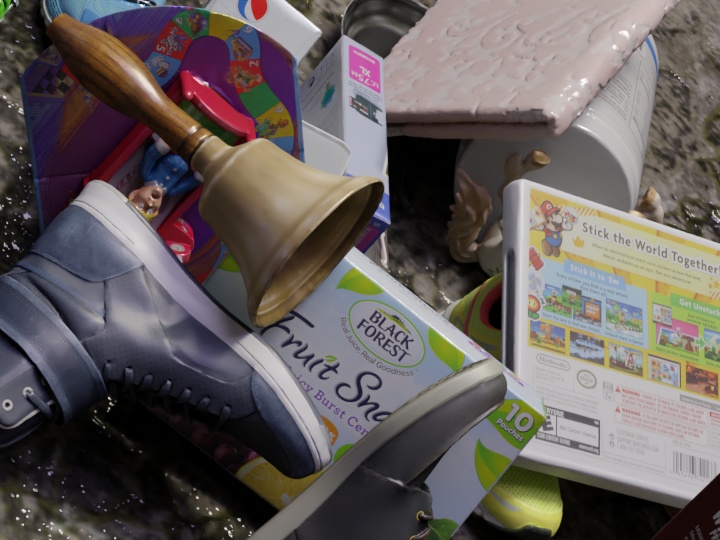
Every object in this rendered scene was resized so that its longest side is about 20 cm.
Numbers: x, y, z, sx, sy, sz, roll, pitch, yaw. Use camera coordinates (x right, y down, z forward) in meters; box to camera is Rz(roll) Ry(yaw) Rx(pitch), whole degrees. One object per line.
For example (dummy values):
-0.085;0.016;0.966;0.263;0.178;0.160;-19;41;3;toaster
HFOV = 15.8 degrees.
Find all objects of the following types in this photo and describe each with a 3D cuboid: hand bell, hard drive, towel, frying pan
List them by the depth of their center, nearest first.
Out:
-0.094;-0.073;1.410;0.200;0.104;0.104;42;33;13;hand bell
-0.099;-0.095;1.584;0.132;0.027;0.200;26;-5;-21;hard drive
0.104;-0.149;1.783;0.200;0.190;0.032;-49;127;-40;towel
0.042;-0.118;1.858;0.115;0.031;0.191;2;60;-37;frying pan

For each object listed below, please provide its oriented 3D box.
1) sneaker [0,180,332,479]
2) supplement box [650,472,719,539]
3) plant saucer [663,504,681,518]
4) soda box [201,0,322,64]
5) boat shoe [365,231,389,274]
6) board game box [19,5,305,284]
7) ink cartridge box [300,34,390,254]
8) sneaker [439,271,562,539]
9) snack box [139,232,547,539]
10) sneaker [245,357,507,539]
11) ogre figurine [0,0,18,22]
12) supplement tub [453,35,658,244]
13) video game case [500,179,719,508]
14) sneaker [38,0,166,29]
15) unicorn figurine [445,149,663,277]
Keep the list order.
-0.126;0.070;1.397;0.202;0.077;0.146;44;67;4;sneaker
0.253;0.237;1.502;0.132;0.200;0.198;14;41;-33;supplement box
0.253;0.093;1.740;0.200;0.035;0.201;18;65;-44;plant saucer
-0.075;-0.139;1.645;0.068;0.064;0.200;39;-3;-4;soda box
0.000;0.000;1.650;0.057;0.067;0.200;20;35;-21;boat shoe
-0.108;-0.051;1.474;0.157;0.201;0.039;-6;31;-5;board game box
-0.029;-0.043;1.620;0.042;0.119;0.200;28;35;-21;ink cartridge box
0.095;0.079;1.630;0.078;0.090;0.201;18;41;-32;sneaker
-0.013;0.071;1.481;0.200;0.142;0.053;38;9;-4;snack box
0.023;0.143;1.417;0.106;0.200;0.075;49;5;3;sneaker
-0.257;-0.253;1.664;0.200;0.098;0.120;42;43;23;ogre figurine
0.142;-0.106;1.852;0.132;0.132;0.200;33;35;-10;supplement tub
0.171;0.052;1.638;0.199;0.023;0.183;16;65;-32;video game case
-0.157;-0.207;1.711;0.078;0.090;0.200;25;36;-23;sneaker
0.149;0.000;1.762;0.199;0.138;0.074;30;42;10;unicorn figurine
